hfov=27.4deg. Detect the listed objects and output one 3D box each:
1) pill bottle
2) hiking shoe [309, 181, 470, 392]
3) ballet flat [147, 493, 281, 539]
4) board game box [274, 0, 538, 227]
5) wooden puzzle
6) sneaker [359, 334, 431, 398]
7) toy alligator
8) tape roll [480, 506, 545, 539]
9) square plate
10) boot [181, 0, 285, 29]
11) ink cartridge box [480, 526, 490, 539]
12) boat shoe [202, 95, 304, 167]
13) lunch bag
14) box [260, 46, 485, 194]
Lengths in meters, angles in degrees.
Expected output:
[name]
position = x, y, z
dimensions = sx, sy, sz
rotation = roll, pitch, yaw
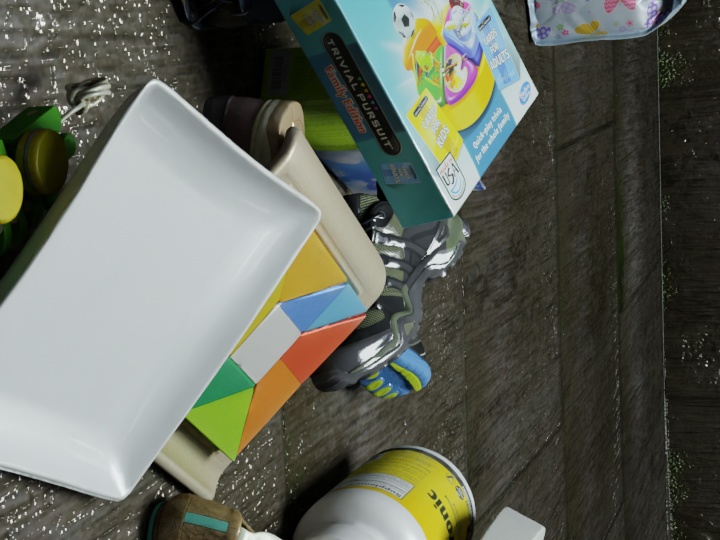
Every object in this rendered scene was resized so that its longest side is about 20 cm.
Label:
[pill bottle]
position = 0.012, 0.211, 1.129
dimensions = 0.200, 0.110, 0.112
rotation = -24, 113, -68
[hiking shoe]
position = 0.000, 0.000, 1.055
dimensions = 0.101, 0.075, 0.200
rotation = 49, 45, -16
[ballet flat]
position = -0.068, 0.197, 0.958
dimensions = 0.200, 0.072, 0.068
rotation = 62, 33, -53
[board game box]
position = 0.030, -0.155, 0.967
dimensions = 0.201, 0.047, 0.151
rotation = 59, 43, -24
[wooden puzzle]
position = -0.064, 0.036, 0.902
dimensions = 0.200, 0.037, 0.185
rotation = -52, 149, -11
[sneaker]
position = 0.000, 0.032, 1.179
dimensions = 0.200, 0.070, 0.083
rotation = 54, 17, -54
[toy alligator]
position = -0.165, -0.042, 0.699
dimensions = 0.200, 0.059, 0.055
rotation = -48, 135, -62
[tape roll]
position = 0.084, 0.282, 1.150
dimensions = 0.204, 0.037, 0.203
rotation = -57, 164, -26
[square plate]
position = -0.120, 0.017, 0.751
dimensions = 0.201, 0.028, 0.198
rotation = -55, 152, -1
[boot]
position = -0.084, -0.188, 0.907
dimensions = 0.200, 0.074, 0.098
rotation = -47, 131, -65
[ink cartridge box]
position = 0.030, 0.303, 1.167
dimensions = 0.162, 0.050, 0.202
rotation = -24, 136, -69
[boat shoe]
position = -0.077, -0.024, 0.941
dimensions = 0.072, 0.064, 0.201
rotation = -56, 160, -50
[lunch bag]
position = 0.321, -0.367, 1.862
dimensions = 0.170, 0.198, 0.128
rotation = -55, 141, -57
[box]
position = 0.017, -0.111, 1.121
dimensions = 0.200, 0.121, 0.048
rotation = 41, 51, -65
